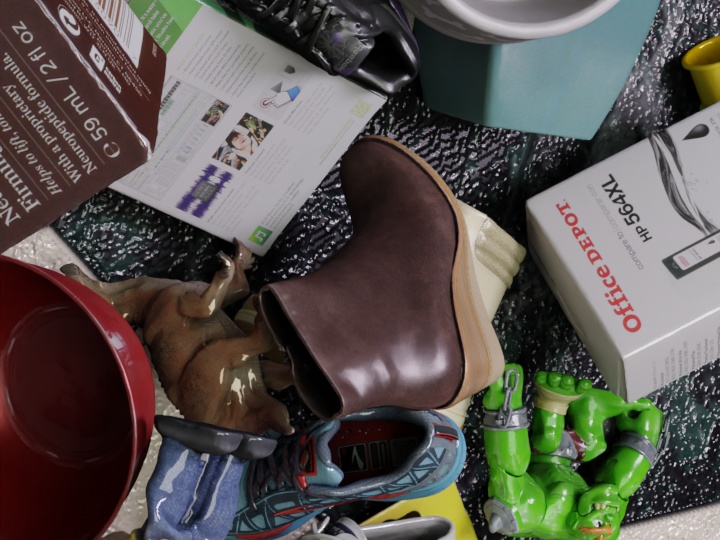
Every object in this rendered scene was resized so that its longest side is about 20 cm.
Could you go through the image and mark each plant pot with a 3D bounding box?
[{"bbox_3d":[0.119,-0.197,1.594,0.141,0.141,0.201,5,100,-29],"label":"plant pot"}]

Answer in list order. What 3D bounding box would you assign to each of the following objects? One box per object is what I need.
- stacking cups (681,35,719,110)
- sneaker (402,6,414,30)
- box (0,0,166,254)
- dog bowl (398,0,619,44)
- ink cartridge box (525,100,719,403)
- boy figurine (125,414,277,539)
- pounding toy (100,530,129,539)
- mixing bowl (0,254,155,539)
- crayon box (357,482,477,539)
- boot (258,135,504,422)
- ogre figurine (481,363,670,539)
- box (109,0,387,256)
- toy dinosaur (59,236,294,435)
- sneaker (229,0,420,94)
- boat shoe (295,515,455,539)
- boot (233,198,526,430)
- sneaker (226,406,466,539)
[{"bbox_3d":[0.298,-0.078,1.757,0.060,0.060,0.200,-30,114,-22],"label":"stacking cups"},{"bbox_3d":[0.033,-0.231,1.531,0.078,0.085,0.200,-61,164,-50],"label":"sneaker"},{"bbox_3d":[-0.239,-0.107,1.342,0.200,0.164,0.166,-32,113,12],"label":"box"},{"bbox_3d":[0.102,-0.237,1.464,0.200,0.059,0.201,-4,105,-14],"label":"dog bowl"},{"bbox_3d":[0.236,-0.021,1.642,0.200,0.146,0.084,-27,155,-6],"label":"ink cartridge box"},{"bbox_3d":[-0.113,0.186,1.366,0.124,0.064,0.201,21,81,-54],"label":"boy figurine"},{"bbox_3d":[-0.192,0.248,1.454,0.200,0.184,0.143,-23,108,-24],"label":"pounding toy"},{"bbox_3d":[-0.204,0.081,1.442,0.108,0.200,0.201,-21,112,-66],"label":"mixing bowl"},{"bbox_3d":[0.038,0.252,1.660,0.127,0.051,0.200,-27,110,-22],"label":"crayon box"},{"bbox_3d":[0.000,0.000,1.478,0.166,0.072,0.200,-5,62,-47],"label":"boot"},{"bbox_3d":[0.149,0.139,1.682,0.200,0.098,0.120,22,78,-66],"label":"ogre figurine"},{"bbox_3d":[-0.102,-0.104,1.494,0.200,0.036,0.144,25,114,-36],"label":"box"},{"bbox_3d":[-0.107,0.060,1.493,0.136,0.200,0.086,-44,152,8],"label":"toy dinosaur"},{"bbox_3d":[-0.028,-0.169,1.442,0.076,0.088,0.200,-44,144,21],"label":"sneaker"},{"bbox_3d":[-0.019,0.194,1.541,0.200,0.074,0.066,-4,113,-44],"label":"boat shoe"},{"bbox_3d":[0.018,0.013,1.600,0.200,0.073,0.156,25,85,-31],"label":"boot"},{"bbox_3d":[-0.033,0.123,1.543,0.199,0.096,0.080,-16,73,4],"label":"sneaker"}]
